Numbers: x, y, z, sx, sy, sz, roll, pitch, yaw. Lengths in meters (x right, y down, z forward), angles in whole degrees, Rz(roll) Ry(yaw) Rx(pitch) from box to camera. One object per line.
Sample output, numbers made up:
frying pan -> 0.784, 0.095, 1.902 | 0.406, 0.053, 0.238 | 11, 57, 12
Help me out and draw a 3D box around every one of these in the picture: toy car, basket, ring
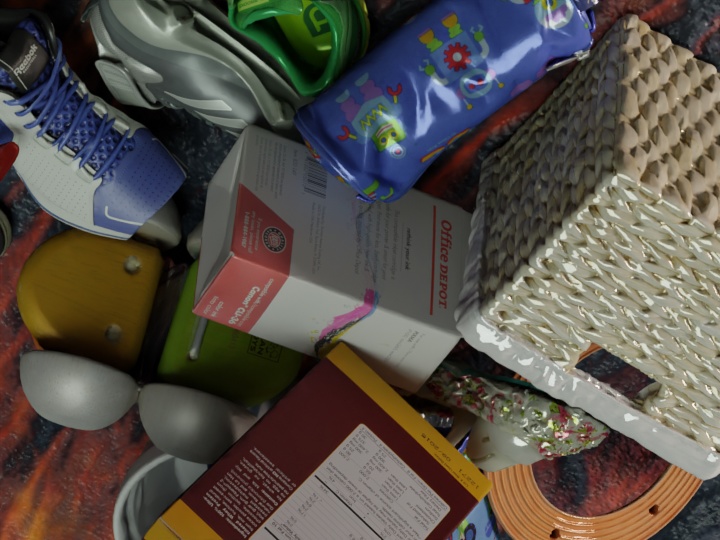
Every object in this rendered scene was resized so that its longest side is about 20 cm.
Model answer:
toy car -> -0.137, 0.040, 1.572 | 0.199, 0.176, 0.150 | 15, 163, -1
basket -> 0.186, -0.017, 1.419 | 0.197, 0.201, 0.161 | 30, 125, -13
ring -> 0.169, 0.107, 1.568 | 0.199, 0.019, 0.202 | -11, 115, -25

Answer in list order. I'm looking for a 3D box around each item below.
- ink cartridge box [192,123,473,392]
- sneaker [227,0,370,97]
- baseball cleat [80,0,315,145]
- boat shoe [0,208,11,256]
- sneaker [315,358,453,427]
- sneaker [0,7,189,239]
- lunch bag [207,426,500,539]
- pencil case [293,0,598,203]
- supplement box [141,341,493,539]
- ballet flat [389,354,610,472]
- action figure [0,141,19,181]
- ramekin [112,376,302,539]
ink cartridge box -> 0.000, 0.000, 1.452 | 0.199, 0.117, 0.068 | 21, 136, -17
sneaker -> -0.053, -0.194, 1.402 | 0.074, 0.084, 0.201 | -19, 121, 24
baseball cleat -> -0.093, -0.120, 1.491 | 0.200, 0.070, 0.106 | 43, 138, -17
boat shoe -> -0.347, -0.028, 1.602 | 0.198, 0.065, 0.072 | 11, 127, 2
sneaker -> 0.013, 0.062, 1.604 | 0.086, 0.078, 0.201 | 0, 119, 21
sneaker -> -0.204, -0.102, 1.460 | 0.199, 0.081, 0.115 | 37, 165, -4
lunch bag -> -0.012, 0.185, 1.567 | 0.199, 0.094, 0.151 | 2, 128, 24
pencil case -> 0.056, -0.121, 1.400 | 0.200, 0.078, 0.087 | -38, 89, 9
supplement box -> -0.058, 0.190, 1.405 | 0.133, 0.200, 0.197 | 43, 134, 5
ballet flat -> 0.075, 0.094, 1.472 | 0.199, 0.064, 0.076 | 19, 169, 45
action figure -> -0.308, -0.074, 1.490 | 0.065, 0.099, 0.200 | 53, 162, -27
ramekin -> -0.073, 0.166, 1.672 | 0.199, 0.105, 0.201 | 6, 129, 7
